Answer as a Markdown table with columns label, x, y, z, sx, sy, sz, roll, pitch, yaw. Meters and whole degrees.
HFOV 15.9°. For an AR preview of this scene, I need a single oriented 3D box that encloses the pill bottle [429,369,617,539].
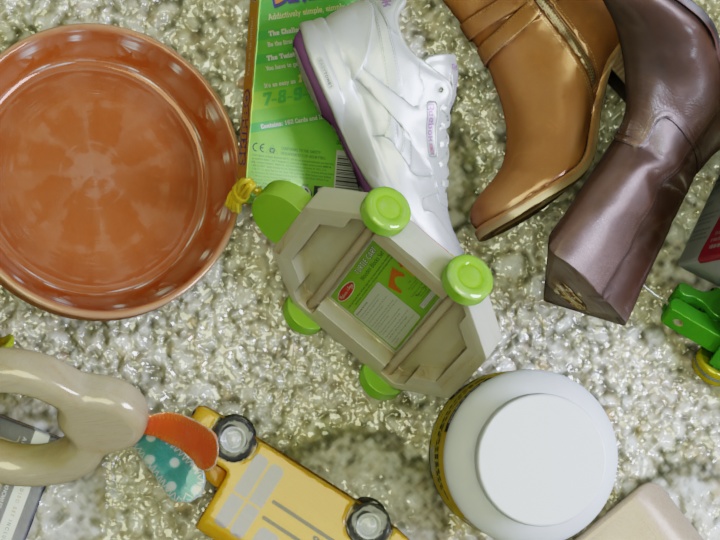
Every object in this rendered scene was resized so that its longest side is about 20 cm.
| label | x | y | z | sx | sy | sz | roll | pitch | yaw |
| --- | --- | --- | --- | --- | --- | --- | --- | --- | --- |
| pill bottle | 0.105 | 0.120 | 1.658 | 0.111 | 0.200 | 0.113 | 0 | 87 | -3 |

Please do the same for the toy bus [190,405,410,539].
| label | x | y | z | sx | sy | sz | roll | pitch | yaw |
| --- | --- | --- | --- | --- | --- | --- | --- | --- | --- |
| toy bus | -0.040 | 0.168 | 1.718 | 0.199 | 0.065 | 0.079 | 32 | 88 | -1 |

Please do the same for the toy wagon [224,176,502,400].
| label | x | y | z | sx | sy | sz | roll | pitch | yaw |
| --- | --- | --- | --- | --- | --- | --- | --- | --- | --- |
| toy wagon | 0.000 | 0.000 | 1.689 | 0.200 | 0.155 | 0.040 | 41 | 53 | 1 |

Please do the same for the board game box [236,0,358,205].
| label | x | y | z | sx | sy | sz | roll | pitch | yaw |
| --- | --- | --- | --- | --- | --- | --- | --- | --- | --- |
| board game box | -0.031 | -0.141 | 1.740 | 0.095 | 0.030 | 0.202 | 6 | 89 | -22 |

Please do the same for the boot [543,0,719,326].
| label | x | y | z | sx | sy | sz | roll | pitch | yaw |
| --- | --- | --- | --- | --- | --- | --- | --- | --- | --- |
| boot | 0.163 | -0.078 | 1.669 | 0.186 | 0.064 | 0.201 | 40 | 81 | -37 |

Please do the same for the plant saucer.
| label | x | y | z | sx | sy | sz | roll | pitch | yaw |
| --- | --- | --- | --- | --- | --- | --- | --- | --- | --- |
| plant saucer | -0.178 | -0.065 | 1.719 | 0.199 | 0.032 | 0.202 | 4 | 78 | -18 |

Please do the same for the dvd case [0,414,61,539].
| label | x | y | z | sx | sy | sz | roll | pitch | yaw |
| --- | --- | --- | --- | --- | --- | --- | --- | --- | --- |
| dvd case | -0.319 | 0.148 | 1.730 | 0.199 | 0.016 | 0.150 | 21 | 86 | -2 |

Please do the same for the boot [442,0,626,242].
| label | x | y | z | sx | sy | sz | roll | pitch | yaw |
| --- | --- | --- | --- | --- | --- | --- | --- | --- | --- |
| boot | 0.107 | -0.130 | 1.738 | 0.155 | 0.074 | 0.200 | 46 | 74 | -1 |

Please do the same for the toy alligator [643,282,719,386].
| label | x | y | z | sx | sy | sz | roll | pitch | yaw |
| --- | --- | --- | --- | --- | --- | --- | --- | --- | --- |
| toy alligator | 0.249 | 0.038 | 1.747 | 0.199 | 0.059 | 0.054 | 35 | 42 | 7 |

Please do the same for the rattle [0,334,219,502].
| label | x | y | z | sx | sy | sz | roll | pitch | yaw |
| --- | --- | --- | --- | --- | --- | --- | --- | --- | --- |
| rattle | -0.185 | 0.071 | 1.698 | 0.198 | 0.143 | 0.131 | -2 | 122 | 6 |

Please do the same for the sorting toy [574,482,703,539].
| label | x | y | z | sx | sy | sz | roll | pitch | yaw |
| --- | --- | --- | --- | --- | --- | --- | --- | --- | --- |
| sorting toy | 0.179 | 0.274 | 1.740 | 0.200 | 0.036 | 0.185 | -39 | 89 | -8 |

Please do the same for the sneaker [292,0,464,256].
| label | x | y | z | sx | sy | sz | roll | pitch | yaw |
| --- | --- | --- | --- | --- | --- | --- | --- | --- | --- |
| sneaker | 0.035 | -0.088 | 1.703 | 0.099 | 0.075 | 0.201 | -27 | 100 | -4 |

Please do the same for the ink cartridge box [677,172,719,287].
| label | x | y | z | sx | sy | sz | roll | pitch | yaw |
| --- | --- | --- | --- | --- | --- | --- | --- | --- | --- |
| ink cartridge box | 0.299 | -0.079 | 1.704 | 0.083 | 0.145 | 0.201 | 26 | 86 | -2 |
